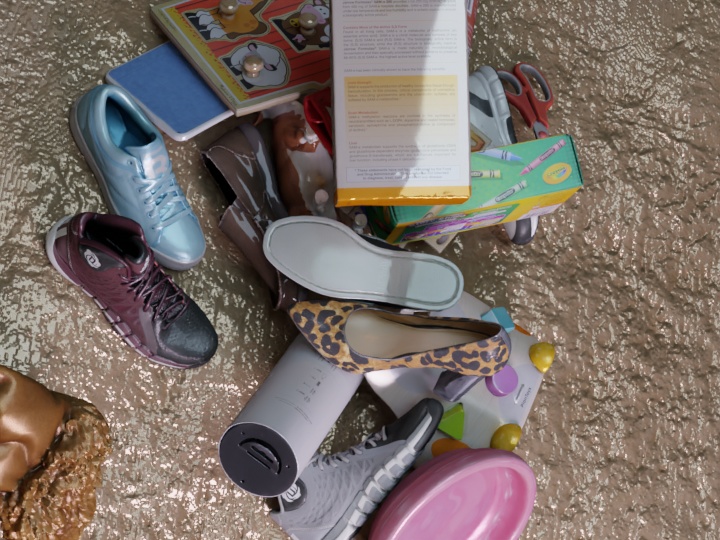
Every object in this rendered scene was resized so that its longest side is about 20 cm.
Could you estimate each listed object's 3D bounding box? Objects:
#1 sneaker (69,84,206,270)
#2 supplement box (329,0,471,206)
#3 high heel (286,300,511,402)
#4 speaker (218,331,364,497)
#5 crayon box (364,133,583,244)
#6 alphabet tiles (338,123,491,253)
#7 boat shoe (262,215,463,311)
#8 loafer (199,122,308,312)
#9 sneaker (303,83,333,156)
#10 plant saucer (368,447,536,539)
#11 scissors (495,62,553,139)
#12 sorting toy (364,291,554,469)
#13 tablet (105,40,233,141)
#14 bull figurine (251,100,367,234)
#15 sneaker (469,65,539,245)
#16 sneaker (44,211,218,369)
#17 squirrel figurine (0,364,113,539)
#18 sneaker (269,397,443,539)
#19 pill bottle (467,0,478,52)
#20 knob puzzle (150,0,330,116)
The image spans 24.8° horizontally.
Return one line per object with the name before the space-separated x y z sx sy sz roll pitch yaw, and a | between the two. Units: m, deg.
sneaker | -0.211 -0.091 1.582 0.074 0.082 0.200 -38 96 -27
supplement box | 0.035 -0.161 1.509 0.126 0.074 0.201 -1 88 -3
high heel | 0.039 0.051 1.532 0.200 0.143 0.072 24 58 -10
speaker | -0.062 0.130 1.554 0.081 0.081 0.200 49 31 -8
crayon box | 0.113 -0.080 1.662 0.199 0.119 0.058 -12 81 -11
alphabet tiles | 0.039 -0.119 1.723 0.200 0.006 0.166 41 75 0
boat shoe | 0.000 0.000 1.595 0.200 0.060 0.076 20 82 -4
loafer | -0.110 -0.045 1.637 0.071 0.073 0.200 -18 81 -18
sneaker | 0.006 -0.195 1.573 0.115 0.078 0.201 3 75 -12
plant saucer | 0.082 0.249 1.613 0.200 0.201 0.051 -20 45 -29
scissors | 0.202 -0.156 1.792 0.073 0.014 0.200 -5 52 -28
sorting toy | 0.087 0.092 1.661 0.180 0.107 0.200 36 64 -25
tablet | -0.141 -0.203 1.644 0.200 0.014 0.130 -32 55 -28
bull figurine | -0.054 -0.110 1.650 0.065 0.121 0.201 -15 91 -25
sneaker | 0.135 -0.118 1.778 0.080 0.074 0.200 -18 82 -13
sneaker | -0.204 0.017 1.541 0.200 0.115 0.076 39 64 -13
squirrel figurine | -0.321 0.187 1.435 0.200 0.141 0.187 22 75 -18
sneaker | -0.017 0.181 1.591 0.115 0.075 0.200 39 90 8
pill bottle | 0.054 -0.213 1.683 0.112 0.112 0.201 16 77 -22
knob puzzle | -0.083 -0.246 1.653 0.219 0.031 0.220 4 46 -4
